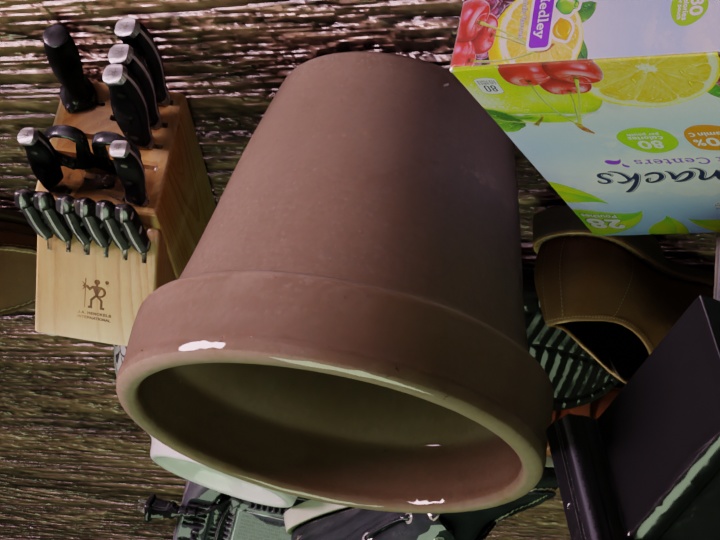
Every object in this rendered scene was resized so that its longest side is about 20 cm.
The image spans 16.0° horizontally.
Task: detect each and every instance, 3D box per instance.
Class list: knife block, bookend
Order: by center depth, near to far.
[{"bbox_3d":[0.220,0.064,1.095,0.198,0.092,0.200,21,124,-24],"label":"bookend"},{"bbox_3d":[-0.117,-0.060,1.285,0.063,0.177,0.200,9,-158,8],"label":"knife block"}]

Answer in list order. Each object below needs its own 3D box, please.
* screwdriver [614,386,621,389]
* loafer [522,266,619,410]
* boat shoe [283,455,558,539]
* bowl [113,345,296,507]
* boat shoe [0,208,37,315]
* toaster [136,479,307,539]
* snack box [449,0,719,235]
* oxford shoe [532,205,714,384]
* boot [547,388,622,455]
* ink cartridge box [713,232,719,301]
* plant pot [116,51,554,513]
[{"bbox_3d":[0.081,0.055,1.487,0.199,0.028,0.029,15,-174,-11],"label":"screwdriver"},{"bbox_3d":[0.062,0.018,1.370,0.199,0.071,0.073,14,117,-29],"label":"loafer"},{"bbox_3d":[0.036,0.148,1.433,0.198,0.067,0.074,-18,160,36],"label":"boat shoe"},{"bbox_3d":[-0.065,0.078,1.475,0.199,0.095,0.201,18,167,4],"label":"bowl"},{"bbox_3d":[-0.250,0.012,1.402,0.199,0.068,0.072,-5,123,-27],"label":"boat shoe"},{"bbox_3d":[-0.040,0.152,1.607,0.198,0.114,0.129,12,-158,-5],"label":"toaster"},{"bbox_3d":[0.163,-0.078,1.074,0.199,0.068,0.169,0,157,27],"label":"snack box"},{"bbox_3d":[0.158,0.033,1.335,0.199,0.072,0.071,23,153,-38],"label":"oxford shoe"},{"bbox_3d":[0.147,0.095,1.426,0.153,0.074,0.200,11,170,-1],"label":"boot"},{"bbox_3d":[0.252,0.064,1.218,0.195,0.202,0.043,-1,-164,-7],"label":"ink cartridge box"},{"bbox_3d":[0.000,0.000,1.198,0.199,0.176,0.200,9,157,4],"label":"plant pot"}]
